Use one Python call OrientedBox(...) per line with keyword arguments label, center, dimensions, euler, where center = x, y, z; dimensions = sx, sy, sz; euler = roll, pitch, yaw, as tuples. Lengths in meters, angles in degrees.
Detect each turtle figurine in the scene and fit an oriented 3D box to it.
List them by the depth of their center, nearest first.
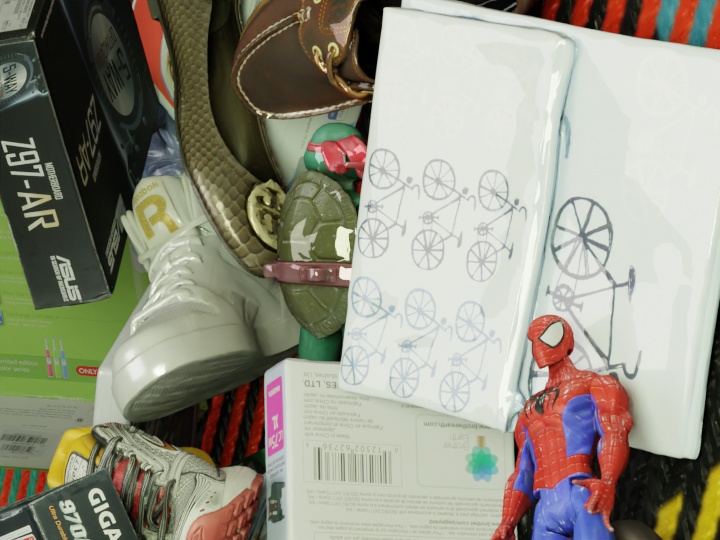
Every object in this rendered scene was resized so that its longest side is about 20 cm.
OrientedBox(label="turtle figurine", center=(0.000, 0.000, 1.476), dimensions=(0.150, 0.100, 0.201), euler=(9, 97, 62))

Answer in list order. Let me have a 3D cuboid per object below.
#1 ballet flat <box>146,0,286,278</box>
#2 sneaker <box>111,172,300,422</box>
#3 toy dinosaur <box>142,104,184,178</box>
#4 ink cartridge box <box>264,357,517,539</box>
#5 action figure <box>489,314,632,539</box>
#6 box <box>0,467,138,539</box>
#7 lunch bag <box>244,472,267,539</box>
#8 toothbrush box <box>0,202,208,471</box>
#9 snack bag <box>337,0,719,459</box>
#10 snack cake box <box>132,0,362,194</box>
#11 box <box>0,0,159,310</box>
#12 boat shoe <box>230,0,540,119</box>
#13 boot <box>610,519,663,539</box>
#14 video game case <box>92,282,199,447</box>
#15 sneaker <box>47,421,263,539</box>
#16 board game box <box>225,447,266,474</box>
OrientedBox(label="ballet flat", center=(-0.069, -0.090, 1.535), dimensions=(0.046, 0.067, 0.201), euler=(-25, 63, 18))
OrientedBox(label="sneaker", center=(-0.098, 0.008, 1.507), dimensions=(0.074, 0.200, 0.116), euler=(-32, 85, 17))
OrientedBox(label="toy dinosaur", center=(-0.118, -0.085, 1.742), dimensions=(0.181, 0.200, 0.105), euler=(36, 145, 16))
OrientedBox(label="ink cartridge box", center=(0.016, 0.144, 1.382), dimensions=(0.042, 0.119, 0.201), euler=(142, 128, -63))
OrientedBox(label="action figure", center=(0.089, 0.107, 1.236), dimensions=(0.065, 0.052, 0.201), euler=(-30, 49, 36))
OrientedBox(label="box", center=(-0.146, 0.189, 1.435), dimensions=(0.200, 0.046, 0.160), euler=(-25, 89, 62))
OrientedBox(label="lunch bag", center=(-0.058, 0.215, 1.493), dimensions=(0.169, 0.127, 0.201), euler=(-33, 62, 57))
OrientedBox(label="toothbrush box", center=(-0.187, 0.017, 1.775), dimensions=(0.086, 0.145, 0.201), euler=(-52, 41, 46))
OrientedBox(label="snack bag", center=(0.081, -0.018, 1.308), dimensions=(0.199, 0.021, 0.190), euler=(14, 99, 35))
OrientedBox(label="snack cake box", center=(-0.064, -0.133, 1.653), dimensions=(0.200, 0.067, 0.115), euler=(51, 130, 54))
OrientedBox(label="box", center=(-0.158, -0.101, 1.552), dimensions=(0.200, 0.043, 0.161), euler=(-83, -18, -57))
OrientedBox(label="boat shoe", center=(0.009, -0.120, 1.435), dimensions=(0.200, 0.070, 0.070), euler=(-27, 30, 36))
OrientedBox(label="boot", center=(0.124, 0.237, 1.234), dimensions=(0.189, 0.068, 0.200), euler=(-57, 41, 21))
OrientedBox(label="video game case", center=(-0.118, 0.100, 1.622), dimensions=(0.182, 0.023, 0.201), euler=(-65, -15, -61))
OrientedBox(label="sneaker", center=(-0.106, 0.118, 1.424), dimensions=(0.078, 0.082, 0.200), euler=(-69, 18, -5))
OrientedBox(label="board game box", center=(-0.044, 0.148, 1.604), dimensions=(0.200, 0.023, 0.105), euler=(-29, 58, 58))
